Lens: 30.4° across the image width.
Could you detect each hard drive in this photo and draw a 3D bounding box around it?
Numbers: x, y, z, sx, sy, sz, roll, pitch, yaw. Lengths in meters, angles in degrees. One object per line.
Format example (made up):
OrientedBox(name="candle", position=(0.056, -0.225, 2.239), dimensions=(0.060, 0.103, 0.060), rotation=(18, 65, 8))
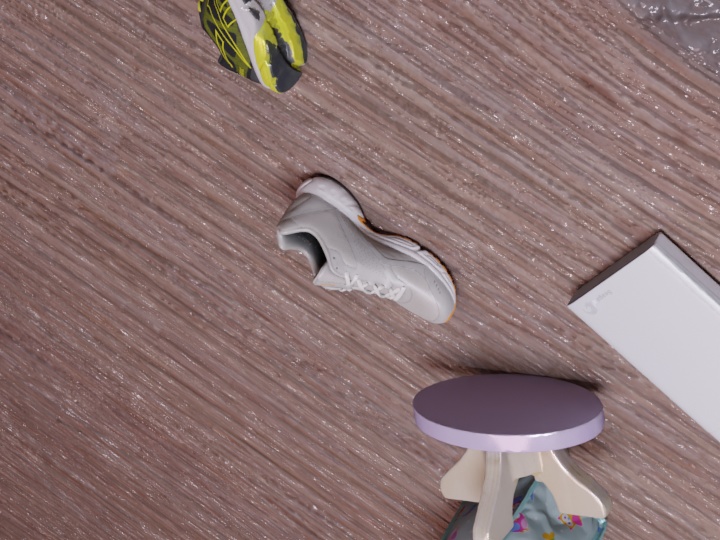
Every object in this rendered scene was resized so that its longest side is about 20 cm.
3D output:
OrientedBox(name="hard drive", position=(0.299, 0.066, 1.194), dimensions=(0.200, 0.026, 0.132), rotation=(41, 142, -4))

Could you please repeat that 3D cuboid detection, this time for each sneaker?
OrientedBox(name="sneaker", position=(0.000, 0.000, 1.315), dimensions=(0.200, 0.092, 0.076), rotation=(36, 143, 3))
OrientedBox(name="sneaker", position=(-0.114, -0.244, 1.172), dimensions=(0.084, 0.074, 0.200), rotation=(13, 136, 30))

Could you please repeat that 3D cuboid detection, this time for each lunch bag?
OrientedBox(name="lunch bag", position=(0.151, 0.329, 1.441), dimensions=(0.122, 0.200, 0.170), rotation=(44, 141, -7))

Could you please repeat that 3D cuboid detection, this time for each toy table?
OrientedBox(name="toy table", position=(0.154, 0.183, 1.329), dimensions=(0.200, 0.184, 0.117), rotation=(9, 117, 44))
